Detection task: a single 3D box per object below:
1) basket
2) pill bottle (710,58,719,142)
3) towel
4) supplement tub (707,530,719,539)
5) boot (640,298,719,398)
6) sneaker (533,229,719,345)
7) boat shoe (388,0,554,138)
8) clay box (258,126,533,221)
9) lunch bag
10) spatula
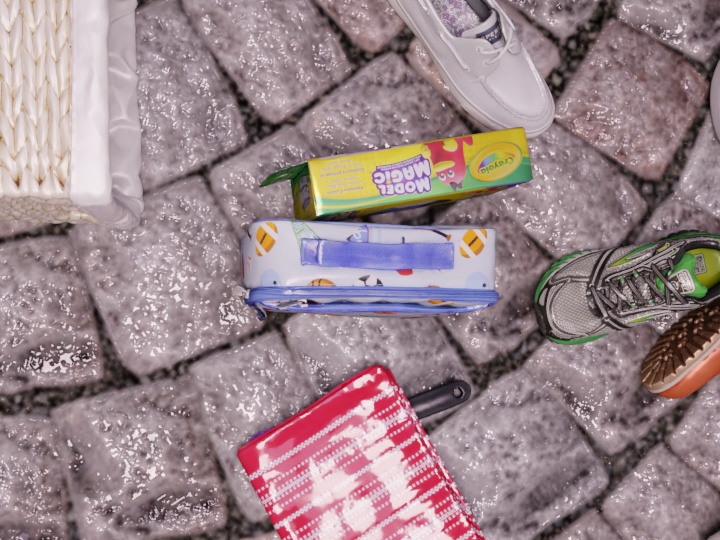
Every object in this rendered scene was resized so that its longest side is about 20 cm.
[{"bbox_3d":[-0.243,-0.131,0.713,0.160,0.198,0.201,-2,88,-7],"label":"basket"},{"bbox_3d":[0.424,-0.156,0.882,0.199,0.112,0.113,-6,89,-11],"label":"pill bottle"},{"bbox_3d":[0.007,0.192,0.795,0.144,0.022,0.201,-29,81,-8],"label":"towel"},{"bbox_3d":[0.409,0.241,0.852,0.199,0.132,0.132,-26,92,-10],"label":"supplement tub"},{"bbox_3d":[0.342,0.069,0.879,0.200,0.075,0.108,-34,99,-12],"label":"boot"},{"bbox_3d":[0.240,0.007,0.853,0.199,0.085,0.078,-20,91,-10],"label":"sneaker"},{"bbox_3d":[0.098,-0.198,0.843,0.072,0.069,0.200,-36,94,-10],"label":"boat shoe"},{"bbox_3d":[0.023,-0.071,0.800,0.199,0.115,0.048,-11,90,-10],"label":"clay box"},{"bbox_3d":[0.000,0.000,0.769,0.199,0.160,0.076,0,87,-12],"label":"lunch bag"},{"bbox_3d":[0.001,0.132,0.833,0.199,0.021,0.057,-20,84,-12],"label":"spatula"}]
